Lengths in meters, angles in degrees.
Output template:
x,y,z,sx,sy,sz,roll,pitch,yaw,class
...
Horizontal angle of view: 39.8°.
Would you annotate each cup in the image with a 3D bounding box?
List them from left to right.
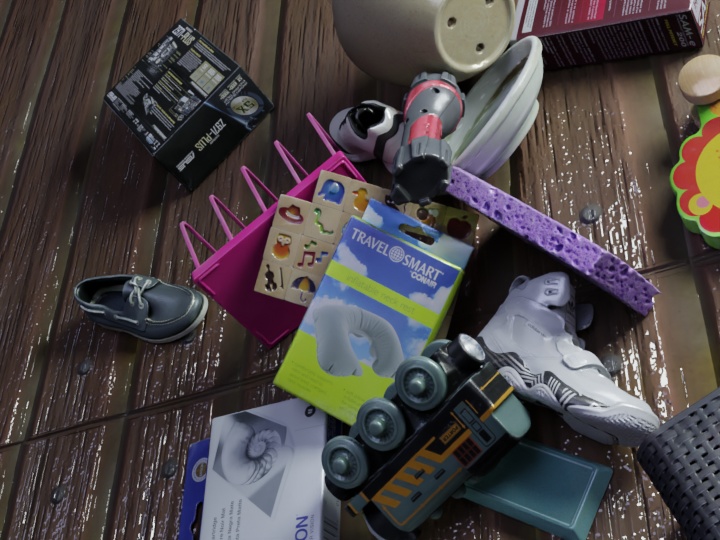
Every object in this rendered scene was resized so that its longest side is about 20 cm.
x,y,z,sx,sy,sz,roll,pitch,yaw,class
0.088,-0.283,1.080,0.200,0.200,0.143,-45,39,-2,cup

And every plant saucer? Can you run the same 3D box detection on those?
x,y,z,sx,sy,sz,roll,pitch,yaw,class
0.133,-0.147,1.033,0.201,0.050,0.200,-51,11,13,plant saucer
0.119,0.172,0.874,0.198,0.019,0.071,14,69,39,plant saucer

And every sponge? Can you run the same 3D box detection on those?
x,y,z,sx,sy,sz,roll,pitch,yaw,class
0.171,-0.030,0.913,0.200,0.111,0.030,38,98,45,sponge

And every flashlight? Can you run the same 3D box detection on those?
x,y,z,sx,sy,sz,roll,pitch,yaw,class
0.069,-0.133,0.970,0.067,0.069,0.201,4,29,4,flashlight

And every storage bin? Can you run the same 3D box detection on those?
x,y,z,sx,sy,sz,roll,pitch,yaw,class
0.309,0.128,0.687,0.199,0.135,0.094,-35,46,9,storage bin

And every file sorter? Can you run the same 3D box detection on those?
x,y,z,sx,sy,sz,roll,pitch,yaw,class
-0.080,-0.049,1.088,0.199,0.139,0.126,-38,42,6,file sorter

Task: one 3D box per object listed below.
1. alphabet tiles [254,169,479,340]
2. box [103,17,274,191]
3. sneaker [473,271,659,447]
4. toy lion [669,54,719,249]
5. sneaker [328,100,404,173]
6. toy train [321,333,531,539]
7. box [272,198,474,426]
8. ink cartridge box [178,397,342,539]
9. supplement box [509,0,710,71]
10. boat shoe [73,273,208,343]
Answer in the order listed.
x,y,z,sx,sy,sz,roll,pitch,yaw,class
0.000,0.000,0.978,0.197,0.008,0.170,16,91,9,alphabet tiles
-0.238,-0.230,1.361,0.164,0.086,0.200,-46,45,-2,box
0.182,0.070,0.860,0.199,0.075,0.116,19,74,45,sneaker
0.371,-0.113,0.875,0.198,0.069,0.194,-17,58,24,toy lion
0.011,-0.166,1.129,0.074,0.080,0.200,-53,29,-5,sneaker
0.052,0.148,0.852,0.114,0.085,0.200,46,114,12,toy train
0.014,0.044,0.946,0.121,0.048,0.202,26,92,11,box
-0.111,0.232,0.976,0.198,0.041,0.202,-19,51,24,ink cartridge box
0.267,-0.283,1.062,0.198,0.061,0.110,-2,60,35,supplement box
-0.272,0.040,1.210,0.198,0.062,0.074,2,61,36,boat shoe
